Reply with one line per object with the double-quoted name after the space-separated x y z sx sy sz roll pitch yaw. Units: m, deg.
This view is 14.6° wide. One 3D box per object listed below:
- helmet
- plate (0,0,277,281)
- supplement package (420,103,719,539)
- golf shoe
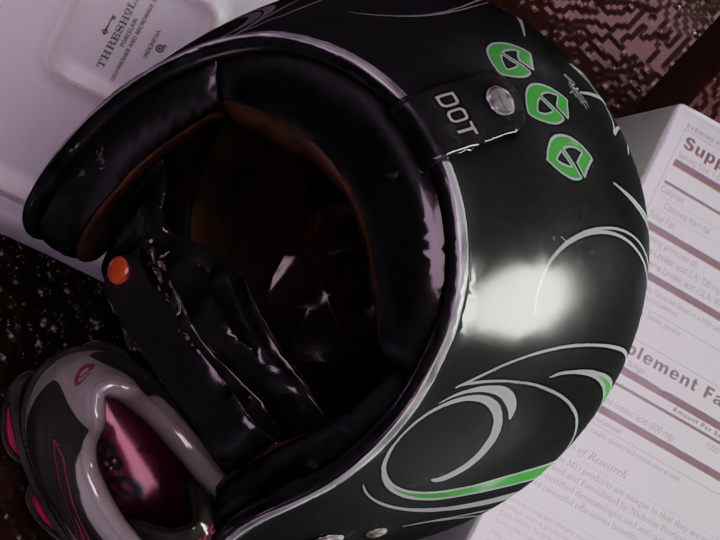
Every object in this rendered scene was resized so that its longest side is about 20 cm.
0.000 0.000 0.936 0.199 0.190 0.202 0 90 24 "helmet"
-0.082 -0.088 1.012 0.199 0.032 0.200 25 106 -15 "plate"
0.101 0.053 1.059 0.109 0.114 0.201 29 79 -14 "supplement package"
-0.062 0.119 1.024 0.077 0.088 0.201 -36 99 -16 "golf shoe"
